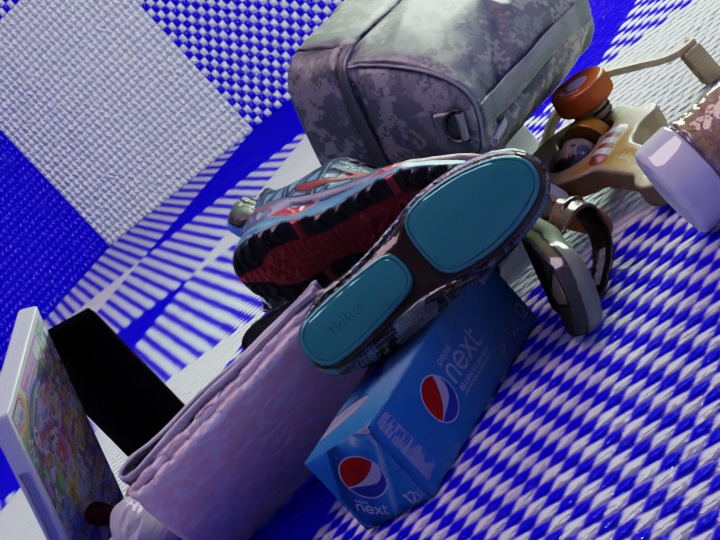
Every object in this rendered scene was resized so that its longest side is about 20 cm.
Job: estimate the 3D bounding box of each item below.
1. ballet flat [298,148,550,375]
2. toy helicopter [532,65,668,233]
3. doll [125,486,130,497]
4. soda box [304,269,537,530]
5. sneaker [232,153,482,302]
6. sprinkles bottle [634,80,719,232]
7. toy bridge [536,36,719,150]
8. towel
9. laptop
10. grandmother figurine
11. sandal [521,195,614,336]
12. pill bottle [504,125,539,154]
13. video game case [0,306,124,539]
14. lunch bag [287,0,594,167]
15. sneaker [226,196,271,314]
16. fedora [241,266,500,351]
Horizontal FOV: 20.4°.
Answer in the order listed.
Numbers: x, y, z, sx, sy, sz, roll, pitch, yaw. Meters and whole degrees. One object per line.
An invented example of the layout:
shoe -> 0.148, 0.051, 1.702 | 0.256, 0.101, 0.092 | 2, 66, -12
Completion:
ballet flat -> 0.045, -0.005, 1.300 | 0.200, 0.074, 0.074 | -37, 11, 13
toy helicopter -> 0.172, -0.071, 1.419 | 0.132, 0.079, 0.200 | -39, 20, -11
doll -> -0.219, 0.260, 1.613 | 0.136, 0.049, 0.200 | -27, 23, 28
soda box -> 0.043, 0.077, 1.319 | 0.068, 0.064, 0.200 | -34, 13, 41
sneaker -> 0.004, -0.053, 1.372 | 0.199, 0.079, 0.096 | -15, 39, 17
sprinkles bottle -> 0.264, -0.113, 1.240 | 0.200, 0.068, 0.068 | -42, 10, 2
toy bridge -> 0.183, -0.111, 1.547 | 0.200, 0.067, 0.027 | -42, 10, 5
towel -> -0.066, 0.110, 1.411 | 0.200, 0.032, 0.191 | -45, -27, -5
laptop -> -0.142, 0.085, 1.601 | 0.199, 0.116, 0.187 | -10, -6, -27
grandmother figurine -> -0.155, 0.182, 1.524 | 0.121, 0.061, 0.200 | -7, 1, 1
sandal -> 0.141, -0.011, 1.313 | 0.057, 0.080, 0.201 | -26, 20, 3
pill bottle -> 0.054, -0.044, 1.619 | 0.200, 0.120, 0.120 | -44, 10, -9
video game case -> -0.231, 0.148, 1.547 | 0.018, 0.201, 0.143 | -13, 32, 9
lunch bag -> 0.067, -0.149, 1.500 | 0.167, 0.140, 0.200 | -4, 31, 41
sneaker -> -0.050, 0.009, 1.700 | 0.078, 0.200, 0.089 | 25, 79, 45
fedora -> 0.000, 0.000, 1.479 | 0.200, 0.092, 0.201 | -13, -20, -5
